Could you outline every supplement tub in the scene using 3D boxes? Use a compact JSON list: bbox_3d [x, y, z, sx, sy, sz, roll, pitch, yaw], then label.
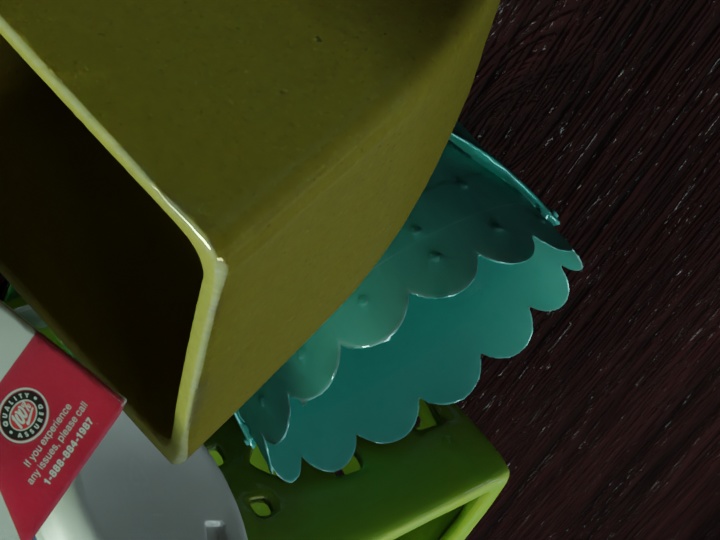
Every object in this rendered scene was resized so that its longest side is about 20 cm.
[{"bbox_3d":[-0.167,0.157,1.325,0.199,0.146,0.145,-32,166,26],"label":"supplement tub"}]

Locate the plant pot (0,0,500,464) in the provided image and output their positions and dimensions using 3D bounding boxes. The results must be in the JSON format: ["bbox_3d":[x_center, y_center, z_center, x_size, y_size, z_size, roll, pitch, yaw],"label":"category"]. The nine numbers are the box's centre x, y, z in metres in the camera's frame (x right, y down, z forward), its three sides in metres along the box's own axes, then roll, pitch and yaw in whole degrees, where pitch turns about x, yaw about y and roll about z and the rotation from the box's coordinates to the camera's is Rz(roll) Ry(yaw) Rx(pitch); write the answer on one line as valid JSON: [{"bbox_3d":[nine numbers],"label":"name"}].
[{"bbox_3d":[-0.054,-0.083,1.091,0.200,0.194,0.196,-37,165,-24],"label":"plant pot"}]

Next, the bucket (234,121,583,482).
[{"bbox_3d":[0.000,0.000,1.476,0.206,0.135,0.207,-32,163,-11],"label":"bucket"}]

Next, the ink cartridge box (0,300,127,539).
[{"bbox_3d":[-0.214,0.053,1.041,0.146,0.200,0.083,-55,-172,-29],"label":"ink cartridge box"}]

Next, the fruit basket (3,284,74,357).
[{"bbox_3d":[-0.198,0.073,1.379,0.199,0.094,0.186,-20,157,-32],"label":"fruit basket"}]

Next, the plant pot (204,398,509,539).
[{"bbox_3d":[-0.063,0.127,1.616,0.198,0.182,0.200,-24,159,-33],"label":"plant pot"}]
